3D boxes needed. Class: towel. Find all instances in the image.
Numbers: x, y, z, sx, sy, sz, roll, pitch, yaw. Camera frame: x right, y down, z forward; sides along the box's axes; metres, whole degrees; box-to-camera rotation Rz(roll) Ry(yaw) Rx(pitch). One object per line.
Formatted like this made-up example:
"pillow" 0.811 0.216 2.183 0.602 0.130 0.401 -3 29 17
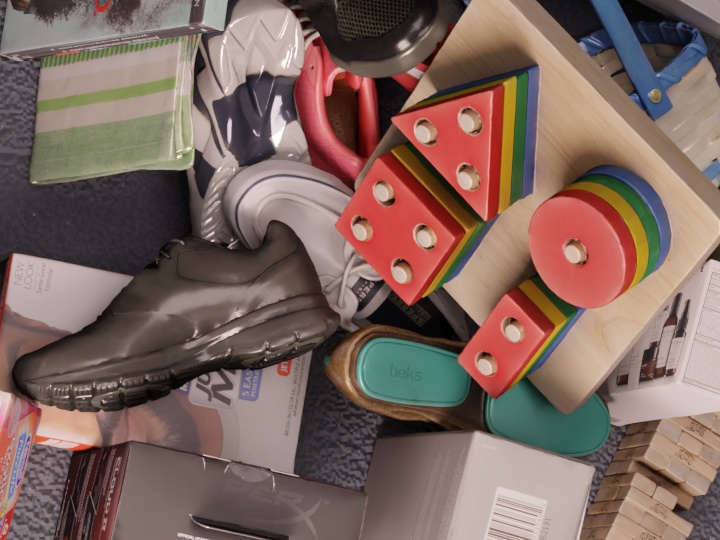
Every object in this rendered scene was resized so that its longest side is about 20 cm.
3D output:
"towel" -0.145 -0.157 1.548 0.023 0.152 0.201 13 78 -44

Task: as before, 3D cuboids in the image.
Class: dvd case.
"dvd case" -0.146 -0.208 1.527 0.022 0.199 0.147 16 78 -44

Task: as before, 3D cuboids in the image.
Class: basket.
"basket" 0.146 -0.123 1.614 0.139 0.176 0.201 -33 105 -16

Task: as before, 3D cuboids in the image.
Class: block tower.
"block tower" 0.194 0.148 1.660 0.054 0.058 0.201 31 74 -12

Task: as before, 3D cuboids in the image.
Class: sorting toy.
"sorting toy" 0.089 -0.032 1.468 0.200 0.199 0.070 47 47 13

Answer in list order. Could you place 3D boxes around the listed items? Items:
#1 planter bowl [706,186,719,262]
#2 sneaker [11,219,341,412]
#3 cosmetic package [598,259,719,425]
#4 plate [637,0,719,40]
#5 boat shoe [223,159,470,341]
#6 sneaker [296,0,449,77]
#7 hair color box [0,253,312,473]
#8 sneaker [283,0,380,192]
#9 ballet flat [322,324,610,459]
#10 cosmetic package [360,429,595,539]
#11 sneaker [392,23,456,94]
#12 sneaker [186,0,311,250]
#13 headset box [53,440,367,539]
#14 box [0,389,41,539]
"planter bowl" 0.305 0.014 1.653 0.200 0.200 0.135 30 102 -12
"sneaker" -0.116 0.028 1.504 0.199 0.076 0.091 -16 79 -15
"cosmetic package" 0.191 0.048 1.593 0.050 0.200 0.083 22 77 -13
"plate" 0.179 -0.235 1.665 0.199 0.032 0.200 26 35 -14
"boat shoe" 0.000 0.000 1.574 0.200 0.065 0.074 31 103 -31
"sneaker" -0.023 -0.190 1.492 0.076 0.200 0.114 -42 130 4
"hair color box" -0.135 0.063 1.562 0.199 0.064 0.111 11 81 -15
"sneaker" -0.022 -0.144 1.609 0.073 0.087 0.201 -17 88 -19
"ballet flat" 0.061 0.075 1.562 0.199 0.072 0.068 12 87 -28
"cosmetic package" 0.062 0.158 1.541 0.090 0.200 0.107 16 83 -12
"sneaker" 0.066 -0.077 1.558 0.078 0.200 0.116 -12 123 -37
"sneaker" -0.092 -0.104 1.593 0.079 0.130 0.200 -15 126 -19
"headset box" -0.092 0.155 1.492 0.148 0.200 0.075 14 79 -16
"box" -0.299 0.095 1.454 0.199 0.103 0.095 15 83 4
